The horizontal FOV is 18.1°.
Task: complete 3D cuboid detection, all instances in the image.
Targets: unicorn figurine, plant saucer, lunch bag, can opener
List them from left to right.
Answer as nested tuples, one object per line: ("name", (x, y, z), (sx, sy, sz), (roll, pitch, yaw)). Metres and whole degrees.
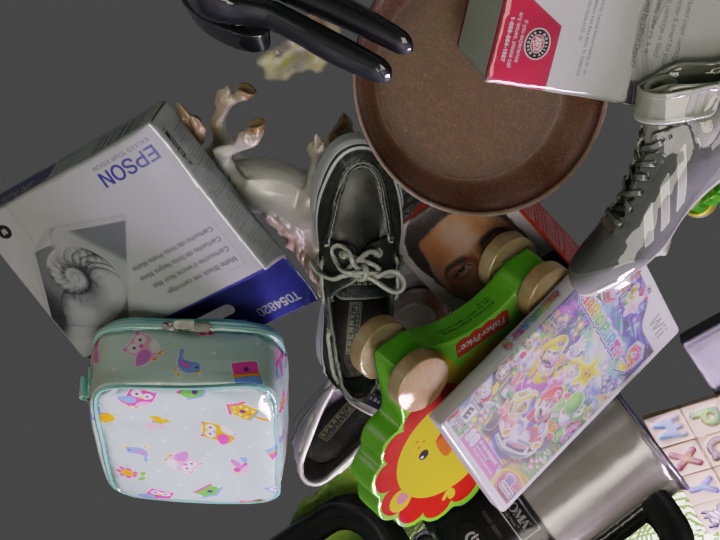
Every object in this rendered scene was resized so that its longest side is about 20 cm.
("lunch bag", (-0.137, 0.109, 1.780), (0.159, 0.078, 0.201), (3, 146, 2))
("unicorn figurine", (-0.059, -0.061, 1.733), (0.199, 0.074, 0.138), (27, 127, 0))
("can opener", (-0.047, -0.187, 1.623), (0.199, 0.064, 0.079), (21, 165, 28))
("plant saucer", (0.085, -0.141, 1.665), (0.199, 0.037, 0.202), (-1, 94, -16))

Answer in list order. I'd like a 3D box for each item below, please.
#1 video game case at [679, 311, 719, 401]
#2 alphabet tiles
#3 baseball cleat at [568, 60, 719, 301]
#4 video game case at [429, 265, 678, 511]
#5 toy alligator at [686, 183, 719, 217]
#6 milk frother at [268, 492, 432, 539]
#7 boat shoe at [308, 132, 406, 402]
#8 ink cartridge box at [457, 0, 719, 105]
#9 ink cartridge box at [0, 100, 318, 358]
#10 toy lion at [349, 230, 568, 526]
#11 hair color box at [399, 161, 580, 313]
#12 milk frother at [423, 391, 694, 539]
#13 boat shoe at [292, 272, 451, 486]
("video game case", (0.369, 0.094, 1.843), (0.142, 0.019, 0.200), (-30, 116, 15))
("alphabet tiles", (0.349, 0.173, 1.871), (0.166, 0.008, 0.201), (-19, 119, 25))
("baseball cleat", (0.205, -0.074, 1.602), (0.200, 0.070, 0.106), (-44, 115, 5))
("video game case", (0.149, 0.076, 1.700), (0.200, 0.018, 0.143), (-45, 141, -8))
("toy alligator", (0.283, -0.095, 1.721), (0.200, 0.059, 0.054), (-37, 73, 18))
("milk frother", (-0.020, 0.304, 1.851), (0.187, 0.200, 0.181), (-32, 106, 22))
("boat shoe", (-0.003, 0.000, 1.686), (0.073, 0.068, 0.201), (3, 111, -12))
("ink cartridge box", (0.186, -0.200, 1.612), (0.198, 0.083, 0.146), (7, 109, -17))
("ink cartridge box", (-0.165, -0.008, 1.735), (0.199, 0.041, 0.200), (-26, 113, 33))
("toy lion", (0.076, 0.095, 1.711), (0.199, 0.069, 0.193), (-33, 137, -21))
("hair color box", (0.116, 0.002, 1.767), (0.101, 0.061, 0.200), (-37, 112, 19))
("milk frother", (0.176, 0.209, 1.847), (0.188, 0.200, 0.181), (-37, 85, 4))
("boat shoe", (0.007, 0.091, 1.813), (0.072, 0.066, 0.200), (33, 114, -17))
